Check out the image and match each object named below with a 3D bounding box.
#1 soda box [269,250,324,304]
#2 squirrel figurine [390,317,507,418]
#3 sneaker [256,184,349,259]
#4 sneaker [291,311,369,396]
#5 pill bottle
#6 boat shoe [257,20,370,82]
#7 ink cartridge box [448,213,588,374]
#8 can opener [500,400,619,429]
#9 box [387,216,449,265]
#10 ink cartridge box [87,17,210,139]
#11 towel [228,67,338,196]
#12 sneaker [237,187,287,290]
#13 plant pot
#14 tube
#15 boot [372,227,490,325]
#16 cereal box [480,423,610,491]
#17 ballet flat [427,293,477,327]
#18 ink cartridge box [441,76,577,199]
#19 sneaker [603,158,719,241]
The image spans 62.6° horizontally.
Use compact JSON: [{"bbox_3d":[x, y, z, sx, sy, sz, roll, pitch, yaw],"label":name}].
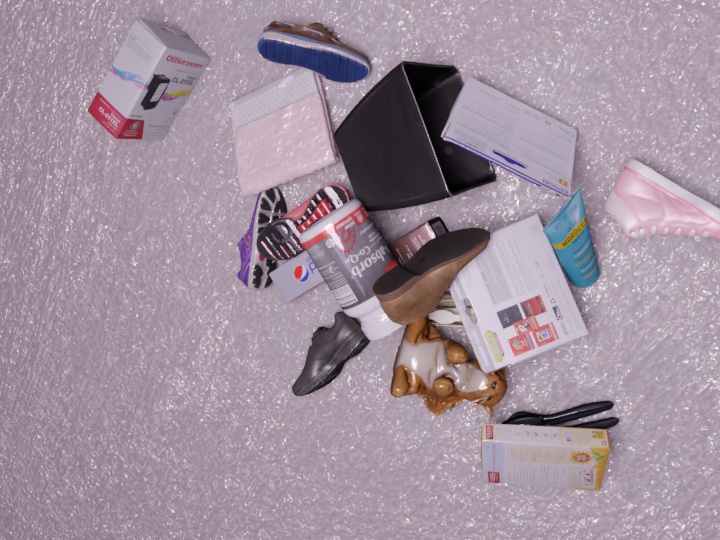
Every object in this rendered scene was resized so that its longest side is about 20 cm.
[{"bbox_3d":[-0.070,-0.017,1.100,0.199,0.063,0.069,-31,90,23],"label":"soda box"},{"bbox_3d":[0.150,0.176,1.009,0.184,0.200,0.143,15,72,2],"label":"squirrel figurine"},{"bbox_3d":[-0.097,-0.084,1.076,0.199,0.087,0.074,-32,95,14],"label":"sneaker"},{"bbox_3d":[-0.068,0.160,1.137,0.200,0.076,0.091,-46,73,14],"label":"sneaker"},{"bbox_3d":[0.000,0.000,0.937,0.115,0.116,0.201,-29,99,22],"label":"pill bottle"},{"bbox_3d":[-0.074,-0.389,1.023,0.197,0.072,0.073,15,64,-6],"label":"boat shoe"},{"bbox_3d":[0.232,0.040,0.942,0.173,0.084,0.203,-21,83,0],"label":"ink cartridge box"},{"bbox_3d":[0.334,0.265,1.004,0.197,0.079,0.064,-12,88,13],"label":"can opener"},{"bbox_3d":[0.062,-0.011,1.033,0.198,0.100,0.076,-30,89,23],"label":"box"},{"bbox_3d":[-0.396,-0.353,1.117,0.083,0.146,0.201,43,111,7],"label":"ink cartridge box"},{"bbox_3d":[-0.147,-0.254,1.080,0.197,0.032,0.194,-16,80,23],"label":"towel"},{"bbox_3d":[-0.202,-0.064,1.139,0.083,0.080,0.203,21,102,34],"label":"sneaker"},{"bbox_3d":[0.076,-0.198,0.953,0.176,0.199,0.203,-18,94,35],"label":"plant pot"},{"bbox_3d":[0.318,-0.041,0.885,0.050,0.200,0.078,34,83,40],"label":"tube"},{"bbox_3d":[0.114,0.006,0.890,0.199,0.074,0.076,-32,120,-9],"label":"boot"},{"bbox_3d":[0.301,0.311,0.985,0.197,0.040,0.145,1,135,13],"label":"cereal box"},{"bbox_3d":[0.192,0.075,1.018,0.197,0.069,0.071,0,100,20],"label":"ballet flat"},{"bbox_3d":[0.220,-0.188,0.872,0.197,0.201,0.041,27,135,0],"label":"ink cartridge box"},{"bbox_3d":[0.460,-0.072,0.885,0.199,0.075,0.105,38,106,18],"label":"sneaker"}]
